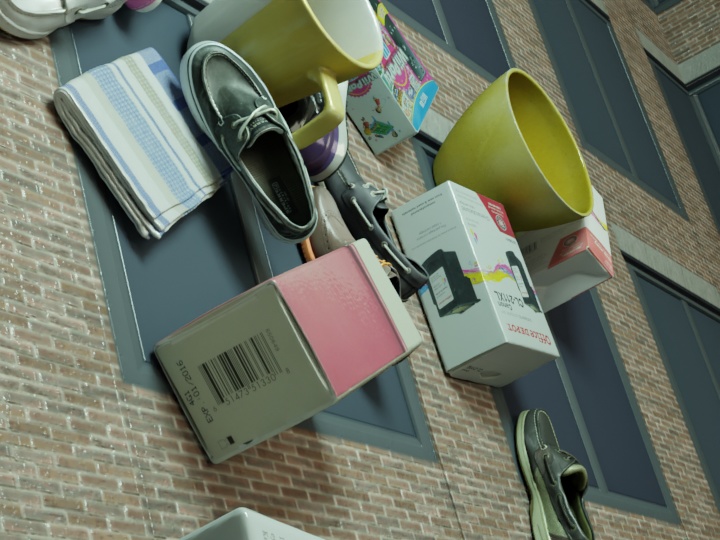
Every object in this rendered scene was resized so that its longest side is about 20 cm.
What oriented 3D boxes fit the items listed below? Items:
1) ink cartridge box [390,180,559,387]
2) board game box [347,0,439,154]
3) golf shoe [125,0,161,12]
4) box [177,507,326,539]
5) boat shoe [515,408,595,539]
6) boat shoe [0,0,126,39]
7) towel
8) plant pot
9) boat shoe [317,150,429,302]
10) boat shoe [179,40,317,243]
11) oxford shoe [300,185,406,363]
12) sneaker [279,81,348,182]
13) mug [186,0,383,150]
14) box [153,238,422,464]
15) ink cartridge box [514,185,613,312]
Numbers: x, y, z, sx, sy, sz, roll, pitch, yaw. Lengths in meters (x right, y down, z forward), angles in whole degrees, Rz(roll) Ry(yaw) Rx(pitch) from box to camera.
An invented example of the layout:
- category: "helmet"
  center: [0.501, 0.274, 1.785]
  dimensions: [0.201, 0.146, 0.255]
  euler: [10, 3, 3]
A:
- category: "ink cartridge box"
  center: [0.130, 0.017, 1.748]
  dimensions: [0.146, 0.083, 0.200]
  euler: [17, 49, -58]
- category: "board game box"
  center: [0.001, -0.253, 1.803]
  dimensions: [0.200, 0.064, 0.148]
  euler: [55, 25, -17]
- category: "golf shoe"
  center: [-0.182, -0.299, 1.480]
  dimensions: [0.092, 0.075, 0.200]
  euler: [48, 29, -36]
- category: "box"
  center: [-0.076, 0.282, 0.924]
  dimensions: [0.171, 0.200, 0.199]
  euler: [30, 38, -46]
- category: "boat shoe"
  center: [0.220, 0.233, 1.720]
  dimensions: [0.072, 0.066, 0.201]
  euler: [40, 32, -39]
- category: "boat shoe"
  center: [-0.242, -0.243, 1.299]
  dimensions: [0.071, 0.069, 0.200]
  euler: [61, 27, -5]
- category: "towel"
  center: [-0.182, -0.114, 1.344]
  dimensions: [0.147, 0.024, 0.200]
  euler: [56, 23, -7]
- category: "plant pot"
  center: [0.173, -0.126, 1.911]
  dimensions: [0.200, 0.142, 0.200]
  euler: [45, 29, -34]
- category: "boat shoe"
  center: [0.012, -0.061, 1.621]
  dimensions: [0.073, 0.063, 0.200]
  euler: [-1, 65, -63]
- category: "boat shoe"
  center: [-0.089, -0.120, 1.389]
  dimensions: [0.200, 0.072, 0.071]
  euler: [58, -18, -3]
- category: "oxford shoe"
  center: [0.000, 0.000, 1.521]
  dimensions: [0.071, 0.073, 0.200]
  euler: [-3, 67, -63]
- category: "sneaker"
  center: [-0.062, -0.192, 1.605]
  dimensions: [0.087, 0.076, 0.200]
  euler: [32, 37, -38]
- category: "mug"
  center: [-0.084, -0.213, 1.480]
  dimensions: [0.150, 0.153, 0.187]
  euler: [51, 27, -24]
- category: "box"
  center: [-0.055, 0.061, 1.282]
  dimensions: [0.109, 0.128, 0.200]
  euler: [61, 23, 1]
- category: "ink cartridge box"
  center: [0.256, -0.051, 2.027]
  dimensions: [0.067, 0.116, 0.200]
  euler: [45, 30, -31]
